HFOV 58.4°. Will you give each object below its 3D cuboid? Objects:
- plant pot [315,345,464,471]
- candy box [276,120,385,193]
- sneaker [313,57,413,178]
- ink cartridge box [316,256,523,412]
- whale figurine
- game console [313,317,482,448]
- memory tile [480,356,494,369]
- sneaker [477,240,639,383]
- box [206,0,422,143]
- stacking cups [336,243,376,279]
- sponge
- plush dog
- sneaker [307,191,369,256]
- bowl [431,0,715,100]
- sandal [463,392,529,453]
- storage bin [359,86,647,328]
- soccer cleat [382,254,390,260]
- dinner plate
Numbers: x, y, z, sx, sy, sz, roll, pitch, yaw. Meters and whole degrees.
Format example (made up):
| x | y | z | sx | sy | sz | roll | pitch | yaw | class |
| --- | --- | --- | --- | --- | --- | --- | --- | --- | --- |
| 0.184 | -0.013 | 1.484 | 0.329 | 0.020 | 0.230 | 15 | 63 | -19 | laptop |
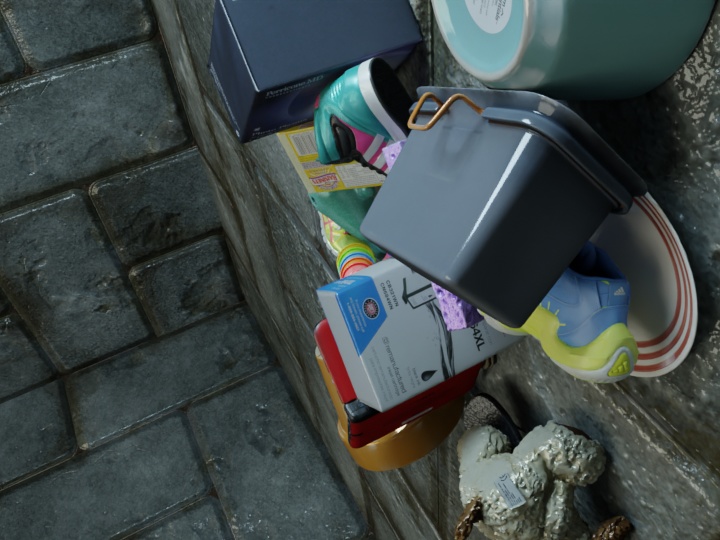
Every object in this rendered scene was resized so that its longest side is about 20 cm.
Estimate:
| x | y | z | sx | sy | sz | roll | pitch | yaw | class |
| --- | --- | --- | --- | --- | --- | --- | --- | --- | --- |
| 0.029 | 0.165 | 0.981 | 0.184 | 0.200 | 0.200 | 59 | 167 | -18 | plant pot |
| -0.016 | -0.157 | 0.856 | 0.199 | 0.026 | 0.102 | 0 | 132 | 40 | candy box |
| 0.011 | -0.139 | 0.739 | 0.120 | 0.084 | 0.200 | -9 | 136 | 31 | sneaker |
| 0.071 | 0.052 | 0.753 | 0.146 | 0.199 | 0.084 | 68 | 162 | -6 | ink cartridge box |
| -0.010 | -0.096 | 0.985 | 0.201 | 0.103 | 0.159 | 62 | 163 | 7 | whale figurine |
| 0.051 | 0.119 | 0.851 | 0.119 | 0.199 | 0.173 | 58 | 162 | 30 | game console |
| 0.123 | 0.061 | 0.930 | 0.154 | 0.017 | 0.200 | 69 | 163 | -9 | memory tile |
| 0.170 | 0.014 | 0.566 | 0.200 | 0.075 | 0.105 | -144 | 53 | -61 | sneaker |
| -0.064 | -0.257 | 0.760 | 0.124 | 0.199 | 0.198 | 67 | 164 | -1 | box |
| 0.000 | 0.000 | 0.876 | 0.200 | 0.060 | 0.061 | -118 | 7 | -82 | stacking cups |
| 0.098 | -0.044 | 0.683 | 0.030 | 0.111 | 0.201 | -19 | 90 | 41 | sponge |
| 0.195 | 0.280 | 0.728 | 0.172 | 0.161 | 0.200 | 48 | 145 | -13 | plush dog |
| -0.033 | -0.102 | 1.106 | 0.200 | 0.078 | 0.090 | 60 | 156 | 16 | sneaker |
| 0.118 | -0.198 | 0.430 | 0.201 | 0.105 | 0.201 | 58 | 163 | 30 | bowl |
| 0.206 | 0.242 | 0.841 | 0.200 | 0.045 | 0.075 | 54 | 136 | -2 | sandal |
| 0.083 | -0.054 | 0.499 | 0.145 | 0.135 | 0.200 | 32 | 180 | -29 | storage bin |
| 0.045 | 0.009 | 0.956 | 0.077 | 0.067 | 0.200 | 48 | 162 | 24 | soccer cleat |
| 0.208 | -0.006 | 0.548 | 0.200 | 0.024 | 0.200 | 56 | 161 | 31 | dinner plate |
